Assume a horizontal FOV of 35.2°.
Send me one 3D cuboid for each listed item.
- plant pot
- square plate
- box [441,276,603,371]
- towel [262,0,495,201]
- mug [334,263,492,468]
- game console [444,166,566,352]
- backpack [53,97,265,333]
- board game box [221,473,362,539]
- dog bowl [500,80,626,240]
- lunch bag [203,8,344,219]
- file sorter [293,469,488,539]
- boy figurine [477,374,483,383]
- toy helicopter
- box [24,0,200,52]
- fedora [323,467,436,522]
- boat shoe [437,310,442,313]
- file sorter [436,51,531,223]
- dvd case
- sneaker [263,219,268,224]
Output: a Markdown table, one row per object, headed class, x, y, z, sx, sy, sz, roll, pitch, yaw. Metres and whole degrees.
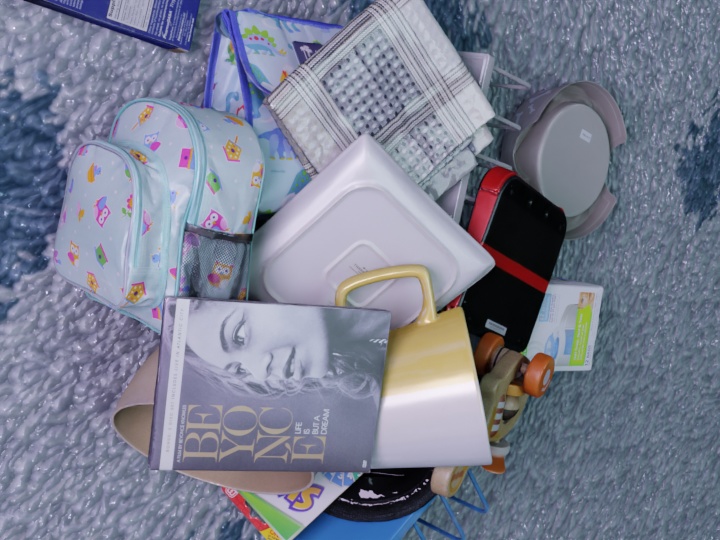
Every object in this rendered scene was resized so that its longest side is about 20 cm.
| class | x | y | z | sx | sy | sz | roll | pitch | yaw |
| --- | --- | --- | --- | --- | --- | --- | --- | --- | --- |
| plant pot | -0.123 | 0.115 | 1.102 | 0.200 | 0.200 | 0.135 | 43 | 51 | -38 |
| square plate | 0.000 | 0.000 | 1.096 | 0.198 | 0.028 | 0.200 | -41 | 117 | 13 |
| box | 0.195 | 0.062 | 1.410 | 0.199 | 0.101 | 0.113 | 4 | 96 | -42 |
| towel | 0.028 | -0.143 | 1.087 | 0.193 | 0.035 | 0.200 | -43 | 120 | -15 |
| mug | 0.035 | 0.106 | 1.087 | 0.149 | 0.152 | 0.187 | 67 | 13 | -69 |
| game console | 0.162 | -0.009 | 1.256 | 0.200 | 0.031 | 0.178 | 24 | 85 | -56 |
| backpack | -0.176 | -0.054 | 1.010 | 0.153 | 0.176 | 0.201 | 14 | 94 | -41 |
| board game box | -0.050 | 0.196 | 1.191 | 0.200 | 0.030 | 0.096 | -44 | 86 | 9 |
| dog bowl | 0.258 | -0.142 | 1.451 | 0.200 | 0.059 | 0.201 | -11 | 106 | -40 |
| lunch bag | -0.064 | -0.152 | 1.131 | 0.170 | 0.127 | 0.201 | 0 | 87 | -36 |
| file sorter | 0.031 | 0.289 | 1.295 | 0.200 | 0.139 | 0.123 | -46 | 129 | -24 |
| boy figurine | 0.064 | 0.072 | 1.264 | 0.200 | 0.064 | 0.125 | 46 | 27 | -26 |
| toy helicopter | 0.128 | 0.169 | 1.193 | 0.200 | 0.079 | 0.133 | -45 | 146 | -41 |
| box | -0.229 | -0.281 | 1.013 | 0.200 | 0.032 | 0.122 | 12 | 91 | -43 |
| fedora | 0.007 | 0.176 | 1.243 | 0.092 | 0.200 | 0.201 | -24 | 123 | -82 |
| boat shoe | 0.019 | 0.049 | 1.166 | 0.199 | 0.057 | 0.067 | 22 | 88 | -15 |
| file sorter | 0.092 | -0.130 | 1.250 | 0.124 | 0.138 | 0.201 | 9 | 93 | -53 |
| dvd case | -0.076 | 0.101 | 0.977 | 0.199 | 0.016 | 0.149 | 4 | 99 | -19 |
| sneaker | -0.026 | -0.011 | 1.232 | 0.199 | 0.073 | 0.071 | 8 | 103 | -33 |
